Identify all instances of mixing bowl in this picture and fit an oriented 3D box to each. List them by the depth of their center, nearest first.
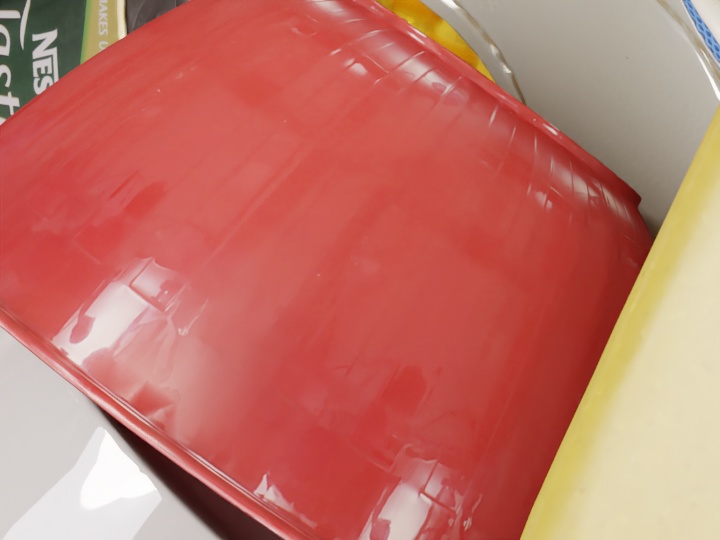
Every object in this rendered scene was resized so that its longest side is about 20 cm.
[{"bbox_3d":[0.000,0.000,0.709,0.200,0.200,0.109,37,92,26],"label":"mixing bowl"}]

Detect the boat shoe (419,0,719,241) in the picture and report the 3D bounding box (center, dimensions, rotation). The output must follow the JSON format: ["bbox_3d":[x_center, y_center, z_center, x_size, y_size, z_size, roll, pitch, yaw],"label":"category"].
[{"bbox_3d":[0.064,-0.061,0.786,0.200,0.062,0.075,48,118,26],"label":"boat shoe"}]

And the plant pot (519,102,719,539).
[{"bbox_3d":[0.129,0.100,0.559,0.194,0.195,0.201,35,99,25],"label":"plant pot"}]

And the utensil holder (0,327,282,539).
[{"bbox_3d":[-0.102,0.121,0.811,0.200,0.170,0.170,-46,67,10],"label":"utensil holder"}]

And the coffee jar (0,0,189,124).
[{"bbox_3d":[-0.093,-0.045,0.870,0.199,0.085,0.105,-12,78,31],"label":"coffee jar"}]

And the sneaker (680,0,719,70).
[{"bbox_3d":[0.132,-0.039,0.704,0.200,0.077,0.076,43,118,-7],"label":"sneaker"}]
